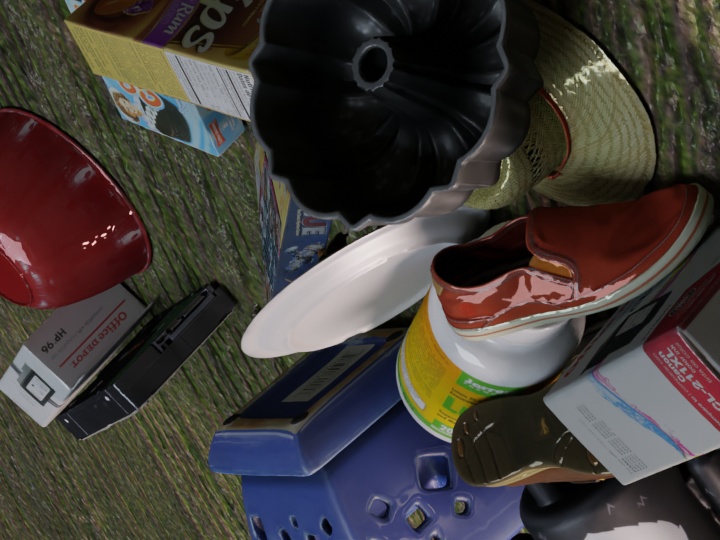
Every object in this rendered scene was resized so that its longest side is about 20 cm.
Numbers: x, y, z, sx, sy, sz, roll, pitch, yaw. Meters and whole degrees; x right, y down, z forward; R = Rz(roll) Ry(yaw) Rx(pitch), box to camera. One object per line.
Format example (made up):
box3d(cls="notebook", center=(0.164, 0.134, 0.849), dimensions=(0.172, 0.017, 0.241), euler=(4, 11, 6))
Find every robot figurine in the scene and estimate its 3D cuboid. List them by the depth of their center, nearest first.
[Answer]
box3d(cls="robot figurine", center=(0.196, 0.188, 1.744), dimensions=(0.200, 0.125, 0.150), euler=(51, 154, -18))

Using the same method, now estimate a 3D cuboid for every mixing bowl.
box3d(cls="mixing bowl", center=(-0.299, -0.038, 2.172), dimensions=(0.200, 0.108, 0.200), euler=(34, 154, 19))

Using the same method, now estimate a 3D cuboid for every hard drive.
box3d(cls="hard drive", center=(-0.197, 0.085, 2.174), dimensions=(0.038, 0.140, 0.200), euler=(45, 155, -6))

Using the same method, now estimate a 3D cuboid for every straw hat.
box3d(cls="straw hat", center=(0.087, -0.085, 1.520), dimensions=(0.201, 0.085, 0.201), euler=(34, 155, 19))

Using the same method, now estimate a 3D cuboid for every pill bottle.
box3d(cls="pill bottle", center=(0.095, 0.042, 1.680), dimensions=(0.111, 0.111, 0.200), euler=(40, 156, 8))

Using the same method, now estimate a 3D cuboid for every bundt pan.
box3d(cls="bundt pan", center=(0.029, -0.120, 1.459), dimensions=(0.202, 0.203, 0.076), euler=(24, -172, 38))

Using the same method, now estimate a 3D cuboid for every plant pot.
box3d(cls="plant pot", center=(0.009, 0.157, 1.915), dimensions=(0.180, 0.200, 0.200), euler=(58, 154, -14))

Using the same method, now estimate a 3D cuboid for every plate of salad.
box3d(cls="plate of salad", center=(0.000, 0.000, 1.677), dimensions=(0.048, 0.200, 0.200), euler=(60, 160, 15))

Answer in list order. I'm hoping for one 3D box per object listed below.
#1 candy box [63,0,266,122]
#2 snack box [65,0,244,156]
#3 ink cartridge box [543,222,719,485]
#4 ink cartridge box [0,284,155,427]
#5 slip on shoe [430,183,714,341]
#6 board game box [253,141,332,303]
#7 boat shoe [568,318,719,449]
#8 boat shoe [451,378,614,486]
box3d(cls="candy box", center=(-0.095, -0.171, 1.625), dimensions=(0.200, 0.117, 0.057), euler=(19, 147, 41))
box3d(cls="snack box", center=(-0.169, -0.184, 1.817), dimensions=(0.116, 0.037, 0.200), euler=(23, 149, 39))
box3d(cls="ink cartridge box", center=(0.215, 0.039, 1.446), dimensions=(0.083, 0.146, 0.200), euler=(44, 156, -4))
box3d(cls="ink cartridge box", center=(-0.276, 0.070, 2.301), dimensions=(0.068, 0.116, 0.200), euler=(43, 156, -2))
box3d(cls="slip on shoe", center=(0.131, -0.012, 1.505), dimensions=(0.199, 0.074, 0.061), euler=(-19, 126, 29))
box3d(cls="board game box", center=(-0.048, -0.070, 1.713), dimensions=(0.034, 0.136, 0.200), euler=(-2, 155, -8))
box3d(cls="boat shoe", center=(0.205, 0.082, 1.635), dimensions=(0.200, 0.062, 0.073), euler=(10, 140, 51))
box3d(cls="boat shoe", center=(0.155, 0.109, 1.622), dimensions=(0.200, 0.072, 0.067), euler=(-13, 165, 41))
